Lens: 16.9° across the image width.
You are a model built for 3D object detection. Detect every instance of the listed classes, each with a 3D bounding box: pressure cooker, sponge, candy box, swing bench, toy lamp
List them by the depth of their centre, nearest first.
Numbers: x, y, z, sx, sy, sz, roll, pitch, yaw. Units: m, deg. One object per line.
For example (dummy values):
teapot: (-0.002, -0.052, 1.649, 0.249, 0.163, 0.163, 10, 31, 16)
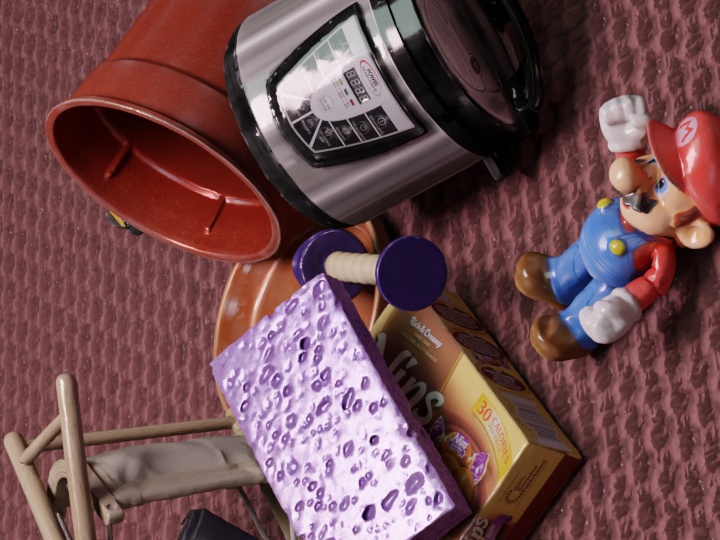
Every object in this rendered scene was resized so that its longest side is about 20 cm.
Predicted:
sponge: (-0.017, 0.111, 1.629, 0.112, 0.030, 0.200, -40, 61, 19)
candy box: (0.060, 0.108, 1.662, 0.117, 0.056, 0.200, -56, 40, 18)
pressure cooker: (0.025, -0.145, 1.705, 0.200, 0.176, 0.179, -27, 50, 23)
toy lamp: (0.000, 0.000, 1.706, 0.200, 0.058, 0.058, 10, 83, 70)
swing bench: (-0.121, 0.176, 1.712, 0.130, 0.199, 0.200, -45, 57, 52)

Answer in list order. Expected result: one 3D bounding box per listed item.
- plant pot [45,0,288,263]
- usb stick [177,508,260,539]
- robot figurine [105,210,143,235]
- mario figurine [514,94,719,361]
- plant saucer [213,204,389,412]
plant pot: (-0.108, -0.142, 1.864, 0.201, 0.201, 0.195, -5, 49, 51)
usb stick: (-0.035, 0.222, 1.619, 0.033, 0.200, 0.055, -57, 7, 21)
robot figurine: (-0.164, -0.113, 2.042, 0.200, 0.058, 0.145, -20, 58, 46)
mario figurine: (0.161, -0.032, 1.547, 0.123, 0.106, 0.200, 49, 129, 11)
plant saucer: (-0.040, 0.036, 1.842, 0.200, 0.032, 0.201, -24, 58, 44)
